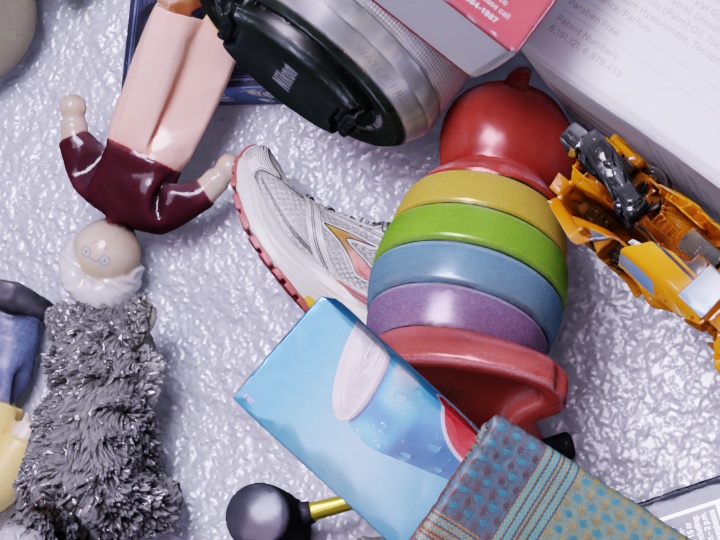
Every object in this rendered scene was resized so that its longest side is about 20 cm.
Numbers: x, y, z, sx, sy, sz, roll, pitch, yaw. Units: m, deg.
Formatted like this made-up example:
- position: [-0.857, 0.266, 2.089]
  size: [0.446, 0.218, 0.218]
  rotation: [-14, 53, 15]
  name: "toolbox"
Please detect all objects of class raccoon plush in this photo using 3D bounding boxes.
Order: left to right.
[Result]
- position: [-0.153, 0.086, 1.222]
  size: [0.096, 0.200, 0.135]
  rotation: [-3, 95, 2]
  name: "raccoon plush"

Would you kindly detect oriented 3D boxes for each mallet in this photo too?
- position: [0.020, 0.120, 1.214]
  size: [0.199, 0.066, 0.041]
  rotation: [-18, 72, 14]
  name: "mallet"

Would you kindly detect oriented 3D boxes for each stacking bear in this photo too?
- position: [0.067, -0.012, 1.170]
  size: [0.113, 0.122, 0.201]
  rotation: [14, 61, 2]
  name: "stacking bear"

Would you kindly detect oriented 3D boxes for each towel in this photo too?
- position: [0.103, 0.178, 1.003]
  size: [0.200, 0.022, 0.147]
  rotation: [34, 91, -8]
  name: "towel"

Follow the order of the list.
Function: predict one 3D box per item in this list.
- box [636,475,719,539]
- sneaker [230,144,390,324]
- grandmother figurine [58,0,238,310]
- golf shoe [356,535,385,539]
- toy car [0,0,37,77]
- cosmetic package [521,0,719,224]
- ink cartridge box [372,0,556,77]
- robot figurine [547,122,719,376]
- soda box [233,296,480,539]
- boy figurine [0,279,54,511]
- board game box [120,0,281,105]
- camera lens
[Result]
- position: [0.193, 0.212, 1.095]
  size: [0.197, 0.123, 0.201]
  rotation: [-19, 69, 13]
  name: "box"
- position: [0.000, 0.000, 1.256]
  size: [0.082, 0.078, 0.200]
  rotation: [-42, 74, -2]
  name: "sneaker"
- position: [-0.132, -0.071, 1.302]
  size: [0.121, 0.060, 0.201]
  rotation: [25, 100, 25]
  name: "grandmother figurine"
- position: [0.037, 0.170, 1.173]
  size: [0.079, 0.097, 0.200]
  rotation: [-99, 31, -44]
  name: "golf shoe"
- position: [-0.293, -0.215, 1.403]
  size: [0.164, 0.158, 0.200]
  rotation: [-40, 38, 2]
  name: "toy car"
- position: [0.218, -0.132, 1.154]
  size: [0.166, 0.167, 0.200]
  rotation: [38, 91, 24]
  name: "cosmetic package"
- position: [0.067, -0.222, 1.090]
  size: [0.147, 0.083, 0.200]
  rotation: [38, 78, -7]
  name: "ink cartridge box"
- position: [0.166, 0.002, 1.088]
  size: [0.058, 0.145, 0.200]
  rotation: [-47, 43, 5]
  name: "robot figurine"
- position: [0.036, 0.102, 1.051]
  size: [0.200, 0.064, 0.068]
  rotation: [42, 92, 4]
  name: "soda box"
- position: [-0.252, 0.103, 1.318]
  size: [0.124, 0.064, 0.201]
  rotation: [12, 77, 19]
  name: "boy figurine"
- position: [-0.044, -0.170, 1.331]
  size: [0.199, 0.035, 0.136]
  rotation: [-1, 76, 20]
  name: "board game box"
- position: [0.018, -0.182, 1.201]
  size: [0.160, 0.160, 0.200]
  rotation: [32, 78, 24]
  name: "camera lens"
